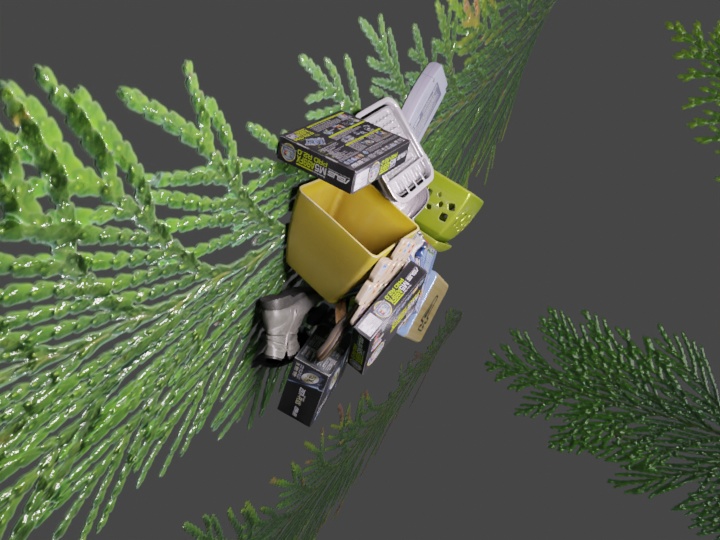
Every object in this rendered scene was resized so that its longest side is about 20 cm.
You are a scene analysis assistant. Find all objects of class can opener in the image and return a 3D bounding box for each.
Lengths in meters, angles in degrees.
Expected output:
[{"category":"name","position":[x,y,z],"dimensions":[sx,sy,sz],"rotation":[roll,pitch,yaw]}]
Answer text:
[{"category":"can opener","position":[-0.135,0.106,1.409],"dimensions":[0.199,0.066,0.054],"rotation":[-34,146,-54]}]

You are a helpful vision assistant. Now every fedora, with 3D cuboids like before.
[{"category":"fedora","position":[0.044,-0.158,1.415],"dimensions":[0.198,0.178,0.090],"rotation":[-34,128,10]}]

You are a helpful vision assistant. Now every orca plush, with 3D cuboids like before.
[{"category":"orca plush","position":[-0.156,0.181,1.447],"dimensions":[0.107,0.070,0.199],"rotation":[-66,160,11]}]

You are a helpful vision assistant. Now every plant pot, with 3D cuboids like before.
[{"category":"plant pot","position":[0.188,-0.163,1.703],"dimensions":[0.183,0.198,0.199],"rotation":[-59,162,9]},{"category":"plant pot","position":[-0.036,-0.058,1.287],"dimensions":[0.199,0.200,0.177],"rotation":[-33,161,-53]}]

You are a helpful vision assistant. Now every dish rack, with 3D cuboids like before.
[{"category":"dish rack","position":[0.062,-0.246,1.333],"dimensions":[0.043,0.202,0.171],"rotation":[-20,-165,44]}]

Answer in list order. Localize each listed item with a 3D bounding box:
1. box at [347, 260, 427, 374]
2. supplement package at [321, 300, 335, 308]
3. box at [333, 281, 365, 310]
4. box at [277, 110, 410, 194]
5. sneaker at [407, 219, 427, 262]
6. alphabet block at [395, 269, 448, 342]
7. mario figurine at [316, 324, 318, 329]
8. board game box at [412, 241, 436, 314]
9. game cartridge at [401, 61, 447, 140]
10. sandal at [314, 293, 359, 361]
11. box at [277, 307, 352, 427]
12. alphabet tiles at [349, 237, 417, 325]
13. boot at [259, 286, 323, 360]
[{"category":"box","position":[0.054,0.097,1.315],"dimensions":[0.200,0.044,0.161],"rotation":[-47,162,-29]},{"category":"supplement package","position":[0.010,0.021,1.594],"dimensions":[0.200,0.116,0.119],"rotation":[-37,147,-52]},{"category":"box","position":[0.000,0.000,1.433],"dimensions":[0.048,0.121,0.203],"rotation":[40,46,-37]},{"category":"box","position":[-0.025,-0.214,1.134],"dimensions":[0.200,0.158,0.045],"rotation":[-39,149,-50]},{"category":"sneaker","position":[0.109,-0.066,1.445],"dimensions":[0.077,0.083,0.203],"rotation":[96,3,-62]},{"category":"alphabet block","position":[0.114,0.068,1.812],"dimensions":[0.199,0.193,0.200],"rotation":[-60,161,-1]},{"category":"mario figurine","position":[-0.021,0.122,1.645],"dimensions":[0.200,0.122,0.108],"rotation":[-40,146,-47]},{"category":"board game box","position":[0.099,-0.006,1.538],"dimensions":[0.199,0.061,0.203],"rotation":[38,50,-40]},{"category":"game cartridge","position":[0.141,-0.384,1.524],"dimensions":[0.202,0.041,0.133],"rotation":[-62,157,-3]},{"category":"sandal","position":[-0.035,0.093,1.294],"dimensions":[0.201,0.054,0.082],"rotation":[-52,167,-5]},{"category":"box","position":[-0.086,0.210,1.410],"dimensions":[0.200,0.085,0.166],"rotation":[-53,166,-55]},{"category":"alphabet tiles","position":[0.044,0.019,1.263],"dimensions":[0.197,0.014,0.200],"rotation":[-58,166,10]},{"category":"boot","position":[-0.139,0.108,1.341],"dimensions":[0.199,0.067,0.133],"rotation":[-16,106,-55]}]
